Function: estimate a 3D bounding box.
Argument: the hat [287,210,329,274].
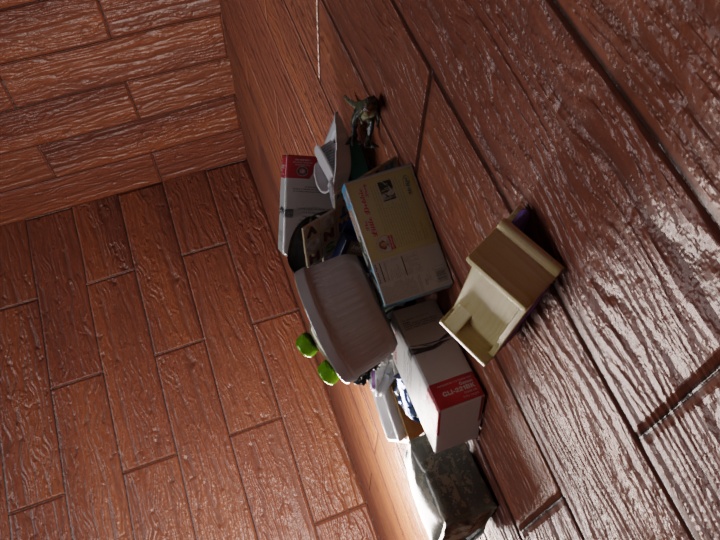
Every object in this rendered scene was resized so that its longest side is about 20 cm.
[{"bbox_3d":[-0.057,-0.057,1.322,0.081,0.198,0.202,72,174,-55],"label":"hat"}]

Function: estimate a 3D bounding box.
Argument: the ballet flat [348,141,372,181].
[{"bbox_3d":[0.010,-0.147,1.324,0.072,0.067,0.203,31,-140,-76],"label":"ballet flat"}]

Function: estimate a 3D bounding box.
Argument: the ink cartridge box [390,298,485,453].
[{"bbox_3d":[0.123,0.173,1.156,0.145,0.082,0.202,86,163,-51],"label":"ink cartridge box"}]

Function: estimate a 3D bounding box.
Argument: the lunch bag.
[{"bbox_3d":[0.153,0.405,1.261,0.202,0.116,0.165,96,154,-51],"label":"lunch bag"}]

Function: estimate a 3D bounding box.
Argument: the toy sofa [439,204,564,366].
[{"bbox_3d":[0.163,0.022,0.795,0.083,0.097,0.201,43,159,16],"label":"toy sofa"}]

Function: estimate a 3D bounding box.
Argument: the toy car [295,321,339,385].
[{"bbox_3d":[-0.027,0.151,1.622,0.158,0.164,0.200,49,-166,11],"label":"toy car"}]

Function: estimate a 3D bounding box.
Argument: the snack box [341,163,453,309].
[{"bbox_3d":[0.055,-0.054,1.076,0.037,0.114,0.203,123,130,-75],"label":"snack box"}]

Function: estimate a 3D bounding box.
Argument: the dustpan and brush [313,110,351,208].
[{"bbox_3d":[-0.051,-0.177,1.283,0.202,0.056,0.140,65,147,28],"label":"dustpan and brush"}]

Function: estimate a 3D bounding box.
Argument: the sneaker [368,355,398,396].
[{"bbox_3d":[0.067,0.187,1.376,0.202,0.098,0.076,102,161,-50],"label":"sneaker"}]

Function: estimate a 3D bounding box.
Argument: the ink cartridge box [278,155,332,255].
[{"bbox_3d":[-0.094,-0.134,1.453,0.084,0.142,0.204,-149,62,-74],"label":"ink cartridge box"}]

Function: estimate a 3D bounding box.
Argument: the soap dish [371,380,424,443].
[{"bbox_3d":[0.078,0.274,1.526,0.157,0.080,0.203,121,131,-75],"label":"soap dish"}]

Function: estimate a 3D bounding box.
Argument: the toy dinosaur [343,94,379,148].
[{"bbox_3d":[0.002,-0.263,1.220,0.200,0.047,0.090,-136,46,-69],"label":"toy dinosaur"}]

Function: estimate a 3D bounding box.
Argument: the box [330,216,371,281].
[{"bbox_3d":[0.000,0.000,1.226,0.202,0.119,0.033,-66,30,30],"label":"box"}]

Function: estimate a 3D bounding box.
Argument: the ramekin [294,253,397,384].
[{"bbox_3d":[-0.018,0.069,1.125,0.203,0.104,0.200,64,-177,-6],"label":"ramekin"}]

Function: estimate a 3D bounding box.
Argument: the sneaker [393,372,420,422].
[{"bbox_3d":[0.110,0.236,1.354,0.201,0.073,0.083,81,166,-64],"label":"sneaker"}]

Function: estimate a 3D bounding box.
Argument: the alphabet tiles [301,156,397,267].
[{"bbox_3d":[-0.015,-0.087,1.180,0.008,0.199,0.168,44,155,28],"label":"alphabet tiles"}]

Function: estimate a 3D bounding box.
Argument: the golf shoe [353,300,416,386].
[{"bbox_3d":[0.022,0.106,1.255,0.094,0.200,0.078,30,153,26],"label":"golf shoe"}]
